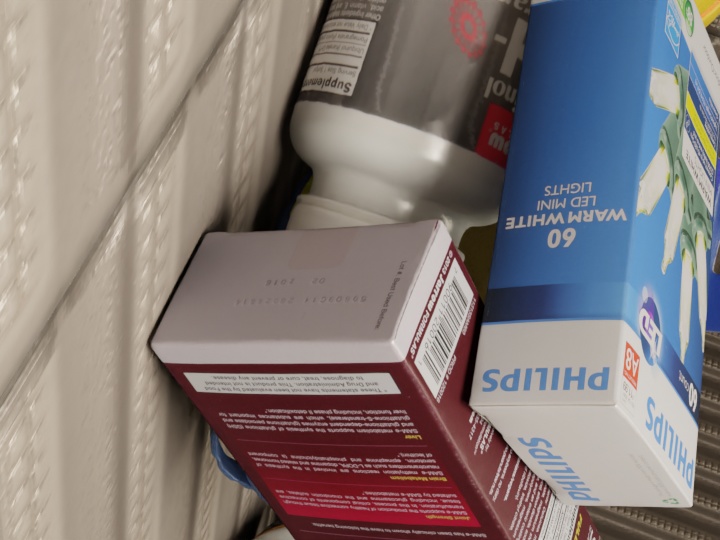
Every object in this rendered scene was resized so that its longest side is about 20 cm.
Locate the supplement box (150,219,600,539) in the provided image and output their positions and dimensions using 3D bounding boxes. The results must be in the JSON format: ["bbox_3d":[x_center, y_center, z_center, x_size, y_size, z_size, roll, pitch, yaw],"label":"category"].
[{"bbox_3d":[0.014,0.071,0.587,0.201,0.108,0.061,61,40,-39],"label":"supplement box"}]

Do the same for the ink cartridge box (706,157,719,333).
[{"bbox_3d":[0.115,-0.022,0.786,0.039,0.198,0.100,36,64,-44],"label":"ink cartridge box"}]

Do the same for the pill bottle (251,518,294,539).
[{"bbox_3d":[-0.036,0.228,1.002,0.200,0.115,0.118,42,68,-84],"label":"pill bottle"}]

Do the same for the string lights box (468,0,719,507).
[{"bbox_3d":[0.100,-0.019,0.585,0.103,0.058,0.202,46,48,-51],"label":"string lights box"}]

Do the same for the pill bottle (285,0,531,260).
[{"bbox_3d":[0.033,-0.088,0.660,0.111,0.110,0.202,49,60,-83],"label":"pill bottle"}]

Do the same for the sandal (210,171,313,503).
[{"bbox_3d":[-0.028,0.030,0.727,0.087,0.079,0.202,-30,-145,52],"label":"sandal"}]

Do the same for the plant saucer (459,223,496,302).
[{"bbox_3d":[0.051,0.002,0.764,0.048,0.199,0.202,35,69,-42],"label":"plant saucer"}]

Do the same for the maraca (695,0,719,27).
[{"bbox_3d":[0.149,-0.186,0.760,0.201,0.106,0.138,-78,-173,-58],"label":"maraca"}]
